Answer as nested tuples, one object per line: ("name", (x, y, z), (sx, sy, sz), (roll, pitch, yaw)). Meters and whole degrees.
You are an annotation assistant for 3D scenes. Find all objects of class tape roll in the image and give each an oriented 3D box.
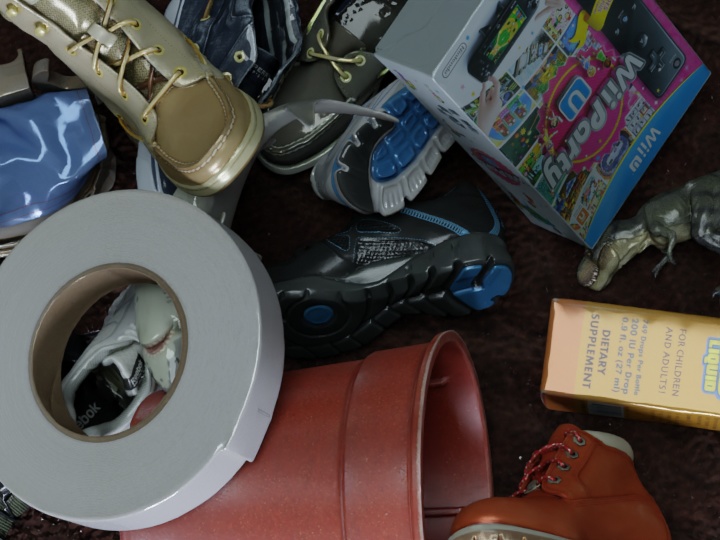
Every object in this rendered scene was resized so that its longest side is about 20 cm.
("tape roll", (-0.141, 0.052, 1.197), (0.202, 0.037, 0.204), (-7, 71, 22))

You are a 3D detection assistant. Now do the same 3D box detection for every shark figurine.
("shark figurine", (-0.077, -0.034, 1.278), (0.215, 0.089, 0.128), (-56, 43, 5))

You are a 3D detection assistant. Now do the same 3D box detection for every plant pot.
("plant pot", (-0.032, 0.143, 1.241), (0.194, 0.201, 0.202), (-4, 74, 16))

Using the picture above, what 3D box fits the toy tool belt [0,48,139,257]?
("toy tool belt", (-0.213, -0.084, 1.351), (0.199, 0.123, 0.125), (-22, 73, 1))

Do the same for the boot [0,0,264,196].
("boot", (-0.146, -0.133, 1.228), (0.073, 0.155, 0.200), (-45, 35, 6))

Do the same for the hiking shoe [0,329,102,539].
("hiking shoe", (-0.224, 0.124, 1.322), (0.100, 0.076, 0.201), (7, 75, 13))

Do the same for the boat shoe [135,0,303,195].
("boat shoe", (-0.091, -0.108, 1.338), (0.091, 0.071, 0.201), (-17, 62, 42))

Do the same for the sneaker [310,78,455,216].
("sneaker", (0.042, -0.109, 1.352), (0.200, 0.087, 0.075), (-36, 106, -23))

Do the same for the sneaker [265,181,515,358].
("sneaker", (0.000, 0.000, 1.338), (0.199, 0.073, 0.082), (-12, 52, 3))

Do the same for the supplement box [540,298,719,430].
("supplement box", (0.216, 0.064, 1.282), (0.199, 0.069, 0.067), (7, 78, 7))

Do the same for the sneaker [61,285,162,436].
("sneaker", (-0.143, 0.057, 1.301), (0.075, 0.081, 0.200), (35, 55, -2))

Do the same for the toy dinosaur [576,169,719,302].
("toy dinosaur", (0.238, -0.032, 1.317), (0.199, 0.048, 0.088), (-31, 67, -5))

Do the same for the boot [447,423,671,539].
("boot", (0.113, 0.143, 1.223), (0.075, 0.199, 0.108), (-27, 64, 33))

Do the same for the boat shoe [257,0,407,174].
("boat shoe", (-0.006, -0.155, 1.373), (0.072, 0.060, 0.202), (37, 83, 15))

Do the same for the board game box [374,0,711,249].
("board game box", (0.118, -0.131, 1.279), (0.064, 0.200, 0.148), (26, 79, 46))
